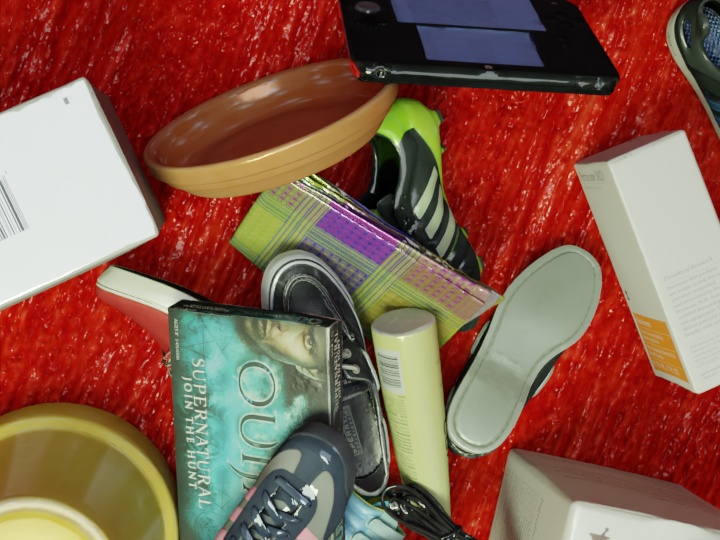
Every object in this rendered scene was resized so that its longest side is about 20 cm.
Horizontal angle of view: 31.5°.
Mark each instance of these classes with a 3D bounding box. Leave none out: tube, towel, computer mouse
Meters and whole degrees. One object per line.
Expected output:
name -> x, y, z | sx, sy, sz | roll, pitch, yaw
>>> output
tube -> 0.046, 0.129, 1.019 | 0.052, 0.058, 0.200 | 2, 113, 23
towel -> 0.000, 0.000, 1.010 | 0.200, 0.144, 0.023 | 31, 56, -8
computer mouse -> 0.032, 0.278, 0.981 | 0.140, 0.046, 0.200 | 31, 79, 18

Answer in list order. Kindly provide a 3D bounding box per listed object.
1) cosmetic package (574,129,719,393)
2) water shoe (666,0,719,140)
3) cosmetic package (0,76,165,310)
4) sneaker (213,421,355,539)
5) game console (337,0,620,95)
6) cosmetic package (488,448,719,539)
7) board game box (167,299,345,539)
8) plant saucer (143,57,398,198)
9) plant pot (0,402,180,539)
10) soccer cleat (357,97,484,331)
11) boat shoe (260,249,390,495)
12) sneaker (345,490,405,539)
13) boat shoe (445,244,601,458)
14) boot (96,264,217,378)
cosmetic package -> 0.254, -0.009, 1.049 | 0.071, 0.101, 0.200 | -22, 95, -4
water shoe -> 0.328, -0.140, 1.060 | 0.071, 0.079, 0.200 | -43, 97, -2
cosmetic package -> -0.258, -0.042, 0.937 | 0.199, 0.200, 0.123 | -25, 99, -4
sneaker -> -0.070, 0.200, 0.926 | 0.070, 0.082, 0.200 | 34, 115, 12
game console -> 0.085, -0.181, 0.986 | 0.200, 0.177, 0.031 | 2, 117, -7
cosmetic package -> 0.198, 0.253, 1.009 | 0.165, 0.200, 0.165 | 13, 92, -7
board game box -> -0.077, 0.126, 0.970 | 0.135, 0.028, 0.200 | 5, 107, 22
plant saucer -> -0.064, -0.106, 0.963 | 0.200, 0.200, 0.038 | -22, 114, -5
plant pot -> -0.237, 0.213, 0.962 | 0.200, 0.189, 0.201 | -1, 95, -7
soccer cleat -> 0.043, -0.038, 1.025 | 0.081, 0.067, 0.200 | -26, 106, -32
boat shoe -> -0.022, 0.082, 0.988 | 0.072, 0.068, 0.200 | -18, 106, -9
sneaker -> 0.001, 0.256, 1.048 | 0.130, 0.080, 0.200 | -32, 97, -2
boat shoe -> 0.128, 0.066, 1.060 | 0.076, 0.060, 0.200 | 39, 74, 3
boot -> -0.143, 0.093, 1.027 | 0.200, 0.072, 0.144 | 29, 91, -11
